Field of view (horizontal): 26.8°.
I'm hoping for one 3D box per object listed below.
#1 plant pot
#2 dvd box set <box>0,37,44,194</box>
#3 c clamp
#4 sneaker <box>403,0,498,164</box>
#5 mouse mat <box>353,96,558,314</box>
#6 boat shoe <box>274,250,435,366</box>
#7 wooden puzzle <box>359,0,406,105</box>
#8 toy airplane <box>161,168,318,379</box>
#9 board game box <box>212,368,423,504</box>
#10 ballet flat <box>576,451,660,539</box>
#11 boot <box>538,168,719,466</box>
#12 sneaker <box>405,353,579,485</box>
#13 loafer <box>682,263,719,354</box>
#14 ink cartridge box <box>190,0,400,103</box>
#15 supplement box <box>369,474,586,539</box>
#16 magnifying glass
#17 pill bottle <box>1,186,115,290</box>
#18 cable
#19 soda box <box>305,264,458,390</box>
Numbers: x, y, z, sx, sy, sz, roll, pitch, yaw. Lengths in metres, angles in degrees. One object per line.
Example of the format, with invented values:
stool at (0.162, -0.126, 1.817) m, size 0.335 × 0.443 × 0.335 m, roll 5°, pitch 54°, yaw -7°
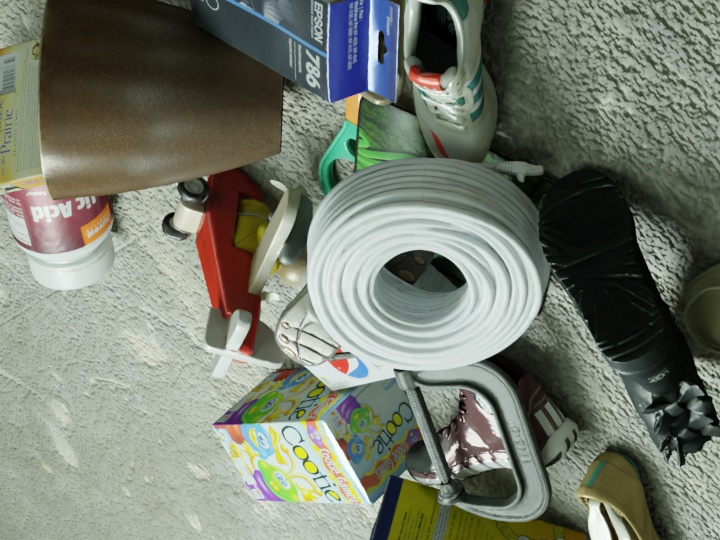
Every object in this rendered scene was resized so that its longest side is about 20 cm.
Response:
plant pot at (-0.165, -0.153, 1.311) m, size 0.197 × 0.188 × 0.188 m, roll 1°, pitch 136°, yaw -3°
dvd box set at (-0.288, -0.159, 1.467) m, size 0.198 × 0.029 × 0.148 m, roll -9°, pitch 73°, yaw 33°
c clamp at (0.081, 0.142, 1.345) m, size 0.169 × 0.027 × 0.202 m, roll -12°, pitch 112°, yaw 35°
sneaker at (0.059, -0.147, 1.142) m, size 0.070 × 0.094 × 0.201 m, roll 13°, pitch 132°, yaw 19°
mouse mat at (0.077, -0.053, 1.282) m, size 0.199 × 0.008 × 0.162 m, roll 28°, pitch 140°, yaw 21°
boat shoe at (0.000, 0.000, 1.327) m, size 0.076 × 0.072 × 0.200 m, roll 45°, pitch 118°, yaw -7°
wooden puzzle at (-0.026, -0.252, 1.189) m, size 0.184 × 0.046 × 0.201 m, roll 34°, pitch 145°, yaw 22°
toy airplane at (-0.098, 0.005, 1.433) m, size 0.200 × 0.140 × 0.202 m, roll 23°, pitch 112°, yaw 61°
board game box at (-0.042, 0.167, 1.555) m, size 0.199 × 0.105 × 0.104 m, roll -9°, pitch 115°, yaw 51°
ballet flat at (0.240, 0.256, 1.358) m, size 0.068 × 0.063 × 0.201 m, roll -1°, pitch 122°, yaw 49°
boot at (0.210, 0.039, 1.160) m, size 0.163 × 0.073 × 0.200 m, roll 50°, pitch -162°, yaw -48°
sneaker at (0.100, 0.126, 1.389) m, size 0.199 × 0.076 × 0.116 m, roll -18°, pitch 109°, yaw 43°
loafer at (0.306, 0.039, 1.073) m, size 0.199 × 0.068 × 0.076 m, roll 2°, pitch 124°, yaw 47°
ink cartridge box at (-0.056, -0.203, 1.197) m, size 0.199 × 0.039 × 0.100 m, roll 31°, pitch 143°, yaw 26°
supplement box at (0.101, 0.293, 1.445) m, size 0.198 × 0.110 × 0.109 m, roll 17°, pitch 141°, yaw 2°
magnifying glass at (-0.002, -0.115, 1.317) m, size 0.079 × 0.022 × 0.201 m, roll 30°, pitch 140°, yaw 25°
pill bottle at (-0.329, -0.085, 1.629) m, size 0.113 × 0.114 × 0.202 m, roll 25°, pitch 139°, yaw 31°
cable at (0.054, -0.001, 1.220) m, size 0.197 × 0.070 × 0.201 m, roll 5°, pitch 132°, yaw 1°
soda box at (0.018, 0.056, 1.405) m, size 0.068 × 0.064 × 0.199 m, roll 41°, pitch 149°, yaw -20°
